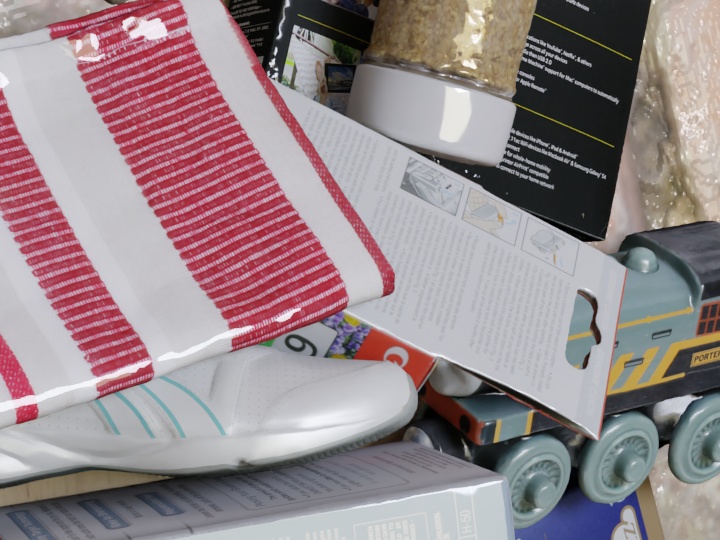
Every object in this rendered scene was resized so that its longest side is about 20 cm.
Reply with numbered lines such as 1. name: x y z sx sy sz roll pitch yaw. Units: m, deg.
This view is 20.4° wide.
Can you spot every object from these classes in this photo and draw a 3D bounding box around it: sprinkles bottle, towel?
1. sprinkles bottle: 0.049 -0.146 0.816 0.068 0.068 0.202 12 93 -33
2. towel: -0.101 -0.023 0.679 0.199 0.023 0.145 -18 63 -30

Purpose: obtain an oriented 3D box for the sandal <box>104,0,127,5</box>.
1. sandal: -0.159 -0.128 0.665 0.199 0.080 0.054 27 99 -36

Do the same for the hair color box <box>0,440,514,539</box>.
1. hair color box: -0.054 0.108 0.700 0.199 0.099 0.061 -7 95 -18

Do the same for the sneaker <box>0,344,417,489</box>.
1. sneaker: -0.079 0.034 0.695 0.199 0.070 0.081 -1 81 -6

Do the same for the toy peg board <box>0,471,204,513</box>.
1. toy peg board: -0.148 0.128 0.772 0.198 0.098 0.202 -9 94 -18

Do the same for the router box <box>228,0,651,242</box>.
1. router box: 0.039 -0.110 0.904 0.199 0.051 0.150 19 78 -33

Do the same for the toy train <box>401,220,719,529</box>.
1. toy train: 0.106 0.043 0.918 0.199 0.085 0.115 -9 119 -32

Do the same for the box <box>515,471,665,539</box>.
1. box: 0.069 0.176 0.942 0.199 0.032 0.122 -23 104 -30

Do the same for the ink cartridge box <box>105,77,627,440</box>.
1. ink cartridge box: 0.000 0.000 0.766 0.199 0.050 0.109 27 39 -6
